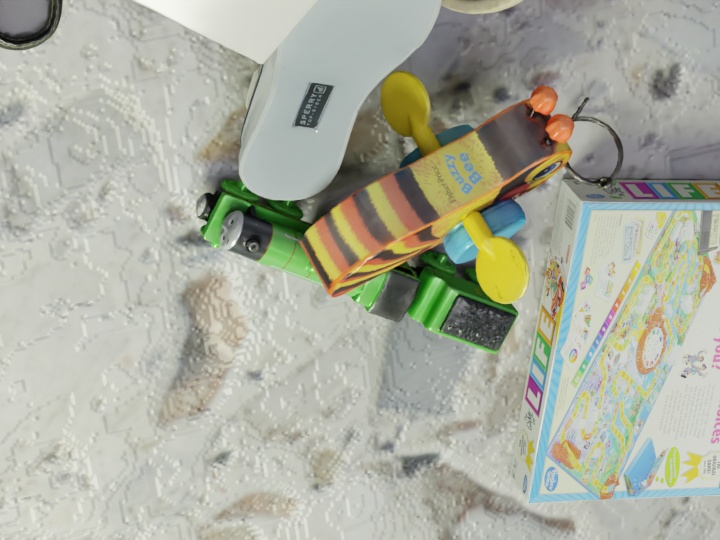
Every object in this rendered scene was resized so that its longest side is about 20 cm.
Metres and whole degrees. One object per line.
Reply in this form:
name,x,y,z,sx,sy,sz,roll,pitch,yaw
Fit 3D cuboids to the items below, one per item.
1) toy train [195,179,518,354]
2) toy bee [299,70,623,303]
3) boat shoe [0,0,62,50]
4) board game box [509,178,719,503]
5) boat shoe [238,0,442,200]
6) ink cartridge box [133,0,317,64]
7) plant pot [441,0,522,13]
toy train,0.000,0.000,1.219,0.200,0.056,0.042,19,108,-26
toy bee,0.063,-0.061,1.162,0.131,0.109,0.200,40,64,3
boat shoe,-0.193,-0.191,1.057,0.072,0.068,0.200,-21,121,-9
board game box,0.171,0.044,1.308,0.134,0.034,0.200,0,115,-18
boat shoe,-0.012,-0.128,1.115,0.074,0.086,0.202,9,141,-15
ink cartridge box,-0.027,-0.218,1.018,0.084,0.144,0.200,26,126,-27
plant pot,0.138,-0.221,1.091,0.183,0.200,0.201,2,115,-31
